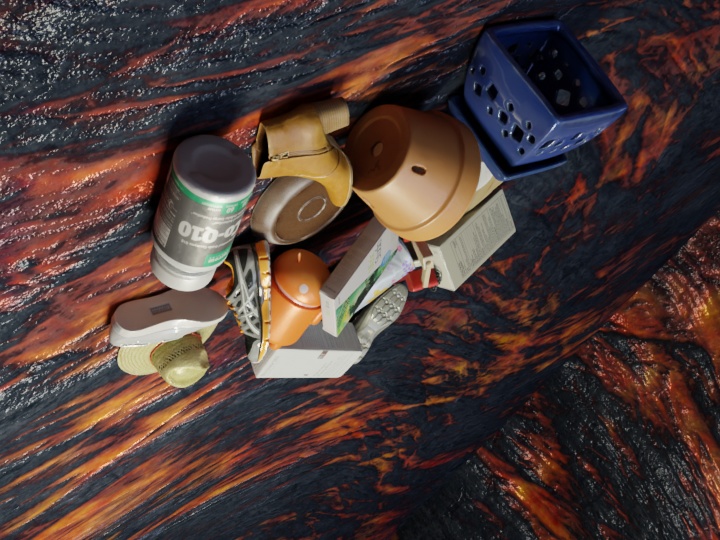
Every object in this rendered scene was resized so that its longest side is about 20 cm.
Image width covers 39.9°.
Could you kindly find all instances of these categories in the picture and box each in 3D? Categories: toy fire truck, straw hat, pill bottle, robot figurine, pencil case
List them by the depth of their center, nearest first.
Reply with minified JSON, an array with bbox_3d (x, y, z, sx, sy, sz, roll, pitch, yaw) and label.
[{"bbox_3d":[-0.217,-0.072,1.329,0.112,0.114,0.201,-18,151,-37],"label":"pill bottle"},{"bbox_3d":[-0.299,0.146,1.647,0.199,0.086,0.202,-31,156,-16],"label":"straw hat"},{"bbox_3d":[0.100,-0.049,1.668,0.048,0.144,0.200,-13,171,-7],"label":"toy fire truck"},{"bbox_3d":[-0.124,0.046,1.683,0.201,0.143,0.117,-51,180,30],"label":"robot figurine"},{"bbox_3d":[0.005,0.012,1.845,0.198,0.091,0.083,-35,166,-6],"label":"pencil case"}]

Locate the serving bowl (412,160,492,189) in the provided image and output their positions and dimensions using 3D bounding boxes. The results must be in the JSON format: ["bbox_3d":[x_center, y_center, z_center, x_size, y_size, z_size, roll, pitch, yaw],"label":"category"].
[{"bbox_3d":[0.124,-0.168,1.681,0.196,0.067,0.200,-14,164,-4],"label":"serving bowl"}]

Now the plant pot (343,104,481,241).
[{"bbox_3d":[0.066,-0.163,1.506,0.200,0.202,0.139,-46,139,20],"label":"plant pot"}]

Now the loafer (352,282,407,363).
[{"bbox_3d":[0.022,0.103,2.079,0.070,0.070,0.201,41,90,-26],"label":"loafer"}]

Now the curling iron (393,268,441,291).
[{"bbox_3d":[0.073,0.021,1.900,0.197,0.050,0.026,-5,-146,39],"label":"curling iron"}]

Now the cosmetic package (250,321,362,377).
[{"bbox_3d":[-0.106,0.151,1.890,0.197,0.075,0.102,2,142,-36],"label":"cosmetic package"}]

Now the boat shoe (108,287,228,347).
[{"bbox_3d":[-0.300,0.080,1.548,0.198,0.073,0.069,-18,157,-41],"label":"boat shoe"}]

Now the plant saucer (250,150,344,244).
[{"bbox_3d":[-0.083,-0.107,1.570,0.198,0.032,0.201,-32,157,-15],"label":"plant saucer"}]

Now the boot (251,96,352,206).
[{"bbox_3d":[-0.086,-0.154,1.427,0.142,0.071,0.204,-22,141,-19],"label":"boot"}]

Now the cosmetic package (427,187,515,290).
[{"bbox_3d":[0.202,-0.065,1.899,0.199,0.070,0.107,-40,122,-29],"label":"cosmetic package"}]

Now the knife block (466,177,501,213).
[{"bbox_3d":[0.218,-0.205,1.788,0.199,0.064,0.175,-40,156,6],"label":"knife block"}]

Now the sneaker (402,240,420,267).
[{"bbox_3d":[0.149,-0.035,1.982,0.198,0.077,0.112,-33,148,-28],"label":"sneaker"}]

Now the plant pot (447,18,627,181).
[{"bbox_3d":[0.271,-0.264,1.595,0.198,0.202,0.180,-17,156,-40],"label":"plant pot"}]

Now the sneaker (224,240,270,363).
[{"bbox_3d":[-0.180,0.050,1.586,0.075,0.078,0.205,-2,107,-7],"label":"sneaker"}]

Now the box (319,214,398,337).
[{"bbox_3d":[0.000,0.000,1.676,0.201,0.036,0.145,-53,163,-22],"label":"box"}]
